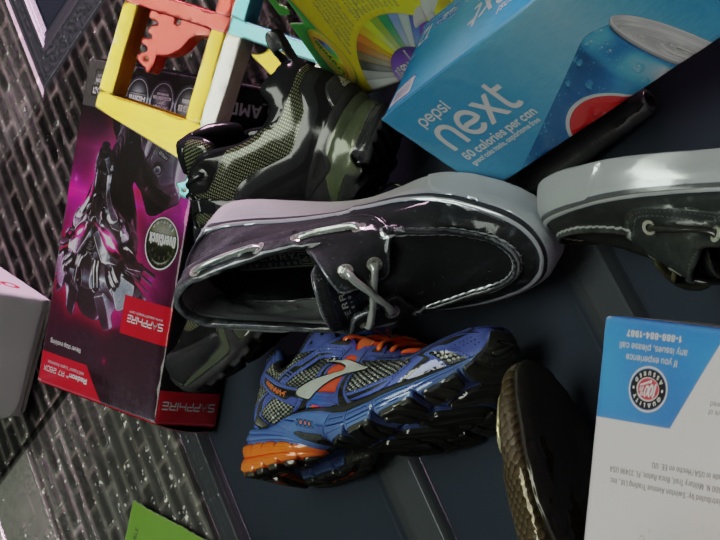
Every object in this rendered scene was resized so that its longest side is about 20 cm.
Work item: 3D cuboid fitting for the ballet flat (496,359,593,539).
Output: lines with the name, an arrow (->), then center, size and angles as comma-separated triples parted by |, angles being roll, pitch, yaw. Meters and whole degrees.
ballet flat -> 0.092, 0.140, 1.088 | 0.046, 0.067, 0.201 | -26, 72, 36

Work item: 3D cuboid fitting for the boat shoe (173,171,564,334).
boat shoe -> 0.000, 0.000, 1.150 | 0.199, 0.068, 0.072 | 0, 126, 25

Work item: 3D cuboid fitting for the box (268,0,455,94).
box -> 0.025, -0.158, 1.173 | 0.199, 0.118, 0.048 | -15, 30, 47

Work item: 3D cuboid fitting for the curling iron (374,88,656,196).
curling iron -> 0.068, -0.046, 1.169 | 0.200, 0.025, 0.050 | -28, 62, 45

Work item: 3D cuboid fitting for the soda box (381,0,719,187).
soda box -> 0.095, -0.111, 1.068 | 0.200, 0.068, 0.064 | -33, 27, 53

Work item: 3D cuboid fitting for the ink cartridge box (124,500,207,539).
ink cartridge box -> -0.112, 0.224, 1.312 | 0.199, 0.075, 0.149 | 19, 100, 49

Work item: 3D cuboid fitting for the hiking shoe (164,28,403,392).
hiking shoe -> -0.060, -0.029, 1.259 | 0.101, 0.076, 0.201 | 39, 112, 11

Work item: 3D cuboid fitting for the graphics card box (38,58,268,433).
graphics card box -> -0.121, -0.017, 1.377 | 0.125, 0.051, 0.202 | 15, 96, 49

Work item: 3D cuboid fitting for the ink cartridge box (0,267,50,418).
ink cartridge box -> -0.312, 0.018, 1.529 | 0.200, 0.145, 0.084 | 27, 103, 49

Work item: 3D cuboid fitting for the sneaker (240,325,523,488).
sneaker -> 0.004, 0.055, 1.200 | 0.199, 0.075, 0.079 | -21, 66, 46

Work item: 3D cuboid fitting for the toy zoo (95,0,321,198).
toy zoo -> -0.068, -0.136, 1.293 | 0.130, 0.020, 0.201 | 20, 97, 18

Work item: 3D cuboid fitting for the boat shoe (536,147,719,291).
boat shoe -> 0.153, -0.021, 1.032 | 0.199, 0.068, 0.057 | -5, 82, 48

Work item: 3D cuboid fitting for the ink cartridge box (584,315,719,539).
ink cartridge box -> 0.167, 0.126, 0.978 | 0.144, 0.084, 0.202 | 7, 91, 51
